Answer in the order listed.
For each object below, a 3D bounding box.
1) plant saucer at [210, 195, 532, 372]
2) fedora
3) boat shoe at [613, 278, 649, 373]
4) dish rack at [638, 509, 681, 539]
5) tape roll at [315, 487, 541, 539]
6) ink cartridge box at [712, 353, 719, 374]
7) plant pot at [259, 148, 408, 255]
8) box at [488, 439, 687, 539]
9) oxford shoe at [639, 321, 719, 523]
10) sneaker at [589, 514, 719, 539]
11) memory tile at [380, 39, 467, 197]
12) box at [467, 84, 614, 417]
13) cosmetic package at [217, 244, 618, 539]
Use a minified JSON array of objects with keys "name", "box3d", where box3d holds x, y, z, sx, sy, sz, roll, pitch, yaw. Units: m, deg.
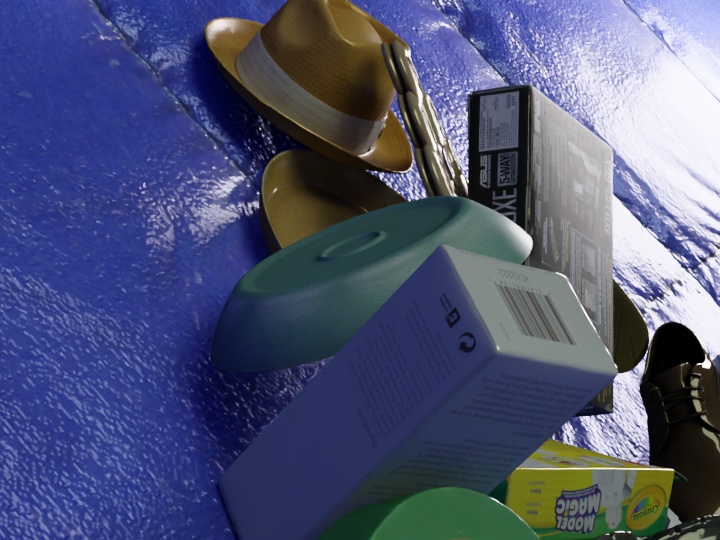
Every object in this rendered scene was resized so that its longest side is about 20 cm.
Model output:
[{"name":"plant saucer","box3d":[0.000,0.000,0.973,0.036,0.198,0.200,70,25,-12]},{"name":"fedora","box3d":[-0.021,-0.154,1.244,0.199,0.082,0.201,30,21,-13]},{"name":"boat shoe","box3d":[0.140,-0.004,1.288,0.072,0.066,0.202,-41,99,-23]},{"name":"dish rack","box3d":[0.212,0.242,1.086,0.200,0.044,0.172,43,27,-1]},{"name":"tape roll","box3d":[0.043,0.209,0.819,0.199,0.048,0.202,24,56,-41]},{"name":"ink cartridge box","box3d":[0.340,0.167,1.331,0.199,0.068,0.116,33,30,-21]},{"name":"plant pot","box3d":[0.006,-0.001,1.161,0.199,0.028,0.201,32,30,-21]},{"name":"box","box3d":[0.103,0.129,1.029,0.117,0.049,0.199,11,4,42]},{"name":"oxford shoe","box3d":[0.232,0.116,1.224,0.201,0.072,0.085,-92,158,-51]},{"name":"sneaker","box3d":[0.177,0.199,0.993,0.199,0.076,0.092,-2,63,-44]},{"name":"memory tile","box3d":[0.065,-0.056,1.201,0.200,0.017,0.154,59,13,-50]},{"name":"box","box3d":[0.127,-0.009,1.171,0.157,0.049,0.202,23,65,-59]},{"name":"cosmetic package","box3d":[0.027,0.083,0.886,0.101,0.200,0.072,13,40,-44]}]
